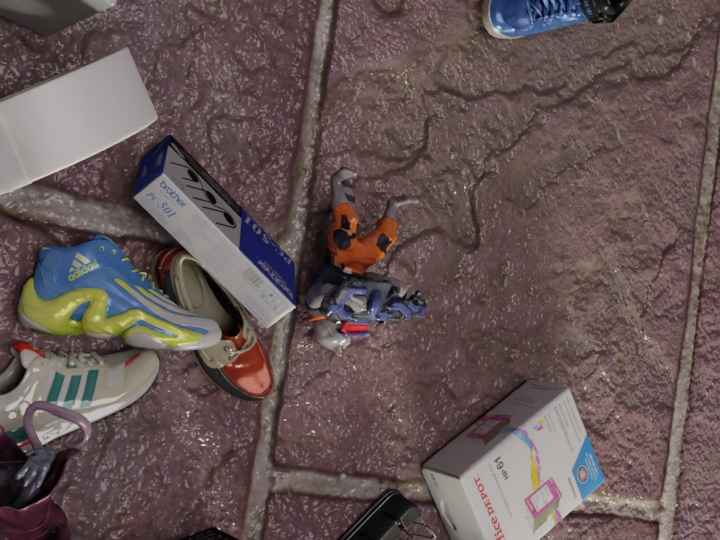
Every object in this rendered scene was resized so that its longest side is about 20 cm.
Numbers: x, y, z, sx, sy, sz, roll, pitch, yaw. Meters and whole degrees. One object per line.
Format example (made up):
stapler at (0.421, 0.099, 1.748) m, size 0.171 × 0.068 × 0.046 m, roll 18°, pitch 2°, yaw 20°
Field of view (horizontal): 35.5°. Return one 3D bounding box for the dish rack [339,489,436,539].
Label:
dish rack at (0.049, 0.381, 1.329) m, size 0.153 × 0.054 × 0.201 m, roll -41°, pitch 114°, yaw -23°

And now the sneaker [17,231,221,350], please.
sneaker at (-0.229, 0.019, 1.101) m, size 0.198 × 0.076 × 0.106 m, roll 8°, pitch 87°, yaw -17°

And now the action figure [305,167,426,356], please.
action figure at (0.000, 0.000, 1.270) m, size 0.199 × 0.104 × 0.195 m, roll 20°, pitch 88°, yaw -57°

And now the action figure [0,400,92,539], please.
action figure at (-0.315, 0.215, 1.042) m, size 0.150 × 0.133 × 0.201 m, roll -60°, pitch 162°, yaw -27°

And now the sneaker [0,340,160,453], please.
sneaker at (-0.289, 0.104, 1.089) m, size 0.198 × 0.070 × 0.094 m, roll -26°, pitch 111°, yaw -26°

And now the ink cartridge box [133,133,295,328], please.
ink cartridge box at (-0.145, -0.040, 1.159) m, size 0.044 × 0.094 × 0.200 m, roll -35°, pitch 117°, yaw 16°

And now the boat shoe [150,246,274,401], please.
boat shoe at (-0.147, 0.060, 1.184) m, size 0.071 × 0.062 × 0.201 m, roll -42°, pitch 114°, yaw -26°

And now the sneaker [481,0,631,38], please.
sneaker at (0.252, -0.336, 1.394) m, size 0.198 × 0.111 × 0.078 m, roll -15°, pitch 100°, yaw -31°

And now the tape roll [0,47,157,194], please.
tape roll at (-0.285, -0.129, 1.006) m, size 0.201 × 0.202 × 0.071 m, roll -30°, pitch 108°, yaw -28°

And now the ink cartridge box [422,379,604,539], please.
ink cartridge box at (0.191, 0.253, 1.394) m, size 0.199 × 0.084 × 0.146 m, roll -33°, pitch 109°, yaw -26°

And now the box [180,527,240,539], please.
box at (-0.176, 0.357, 1.097) m, size 0.198 × 0.196 × 0.125 m, roll -15°, pitch 100°, yaw -31°

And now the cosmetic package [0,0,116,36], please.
cosmetic package at (-0.295, -0.328, 0.993) m, size 0.165 × 0.199 × 0.169 m, roll 24°, pitch 80°, yaw -31°
